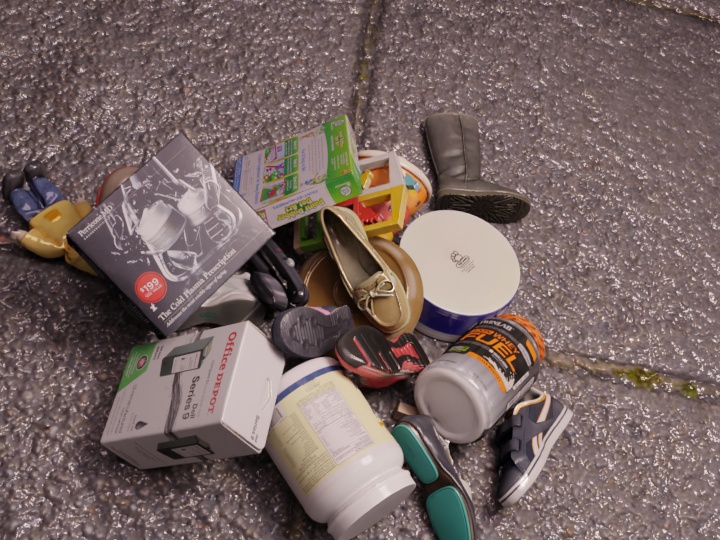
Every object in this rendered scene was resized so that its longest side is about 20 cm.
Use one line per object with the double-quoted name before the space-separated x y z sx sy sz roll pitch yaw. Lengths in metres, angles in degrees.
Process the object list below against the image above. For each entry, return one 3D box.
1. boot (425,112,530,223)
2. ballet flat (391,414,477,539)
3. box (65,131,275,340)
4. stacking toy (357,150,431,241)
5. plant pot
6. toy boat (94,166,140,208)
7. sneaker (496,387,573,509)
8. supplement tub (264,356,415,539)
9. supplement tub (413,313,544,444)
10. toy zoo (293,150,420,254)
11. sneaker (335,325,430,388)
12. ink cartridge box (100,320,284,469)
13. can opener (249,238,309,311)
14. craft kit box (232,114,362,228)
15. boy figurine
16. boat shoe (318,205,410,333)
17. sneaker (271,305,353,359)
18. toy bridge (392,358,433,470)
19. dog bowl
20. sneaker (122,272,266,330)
"boot" 0.202 -0.183 1.543 0.181 0.073 0.201 11 47 -10
"ballet flat" 0.111 0.280 1.176 0.073 0.073 0.201 -24 81 -28
"box" -0.250 -0.042 1.165 0.182 0.104 0.200 46 74 -7
"stacking toy" 0.017 -0.074 1.393 0.145 0.146 0.201 22 71 1
"plant pot" -0.008 0.034 1.297 0.199 0.028 0.201 -3 69 9
"toy boat" -0.292 -0.071 1.289 0.199 0.131 0.131 13 86 -26
"sneaker" 0.224 0.244 1.237 0.079 0.079 0.200 39 44 7
"supplement tub" -0.036 0.228 1.132 0.145 0.145 0.200 -25 66 -29
"supplement tub" 0.175 0.145 1.250 0.122 0.123 0.200 41 42 14
"toy zoo" -0.007 -0.105 1.324 0.199 0.020 0.132 -13 58 19
"sneaker" 0.018 0.132 1.195 0.200 0.087 0.074 15 40 -56
"ink cartridge box" -0.207 0.157 1.103 0.199 0.084 0.147 -14 47 29
"can opener" -0.133 -0.011 1.303 0.063 0.079 0.200 -40 47 9
"craft kit box" -0.099 -0.144 1.339 0.197 0.049 0.200 -23 32 11
"boy figurine" -0.440 -0.066 1.278 0.124 0.065 0.200 -30 66 -34
"boat shoe" 0.002 -0.002 1.244 0.073 0.063 0.201 -29 79 14
"sneaker" -0.081 0.083 1.178 0.082 0.200 0.071 -6 85 23
"toy bridge" 0.080 0.209 1.251 0.067 0.027 0.201 21 53 -3
"dog bowl" 0.144 0.006 1.379 0.199 0.079 0.201 8 54 -11
"sneaker" -0.239 0.039 1.266 0.199 0.071 0.080 3 39 -17
